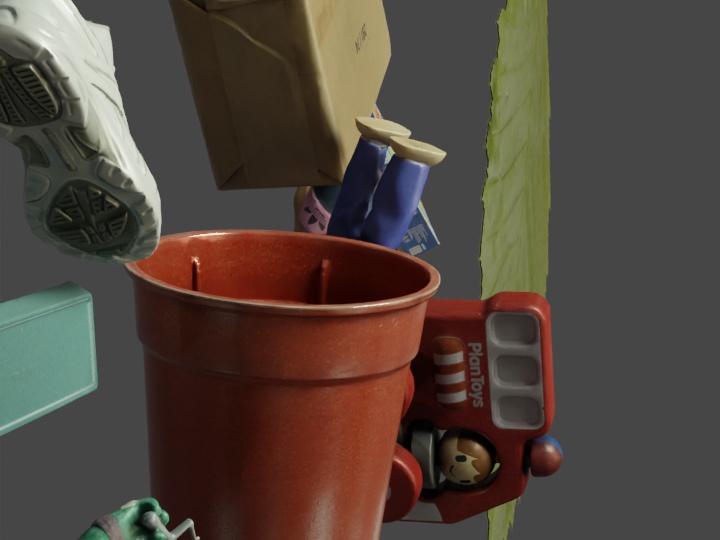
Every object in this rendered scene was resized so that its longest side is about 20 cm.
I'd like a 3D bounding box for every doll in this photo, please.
[{"bbox_3d":[0.000,0.000,1.167,0.048,0.136,0.200,4,112,-41],"label":"doll"}]

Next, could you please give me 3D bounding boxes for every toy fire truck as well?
[{"bbox_3d":[0.071,0.110,1.294,0.112,0.168,0.200,-59,146,-61],"label":"toy fire truck"}]

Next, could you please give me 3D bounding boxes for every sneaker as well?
[{"bbox_3d":[-0.151,-0.086,0.907,0.200,0.078,0.100,74,17,-49],"label":"sneaker"},{"bbox_3d":[-0.010,-0.052,1.339,0.070,0.082,0.200,52,1,10],"label":"sneaker"}]

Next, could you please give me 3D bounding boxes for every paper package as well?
[{"bbox_3d":[-0.054,-0.186,1.235,0.200,0.103,0.191,-73,156,-49],"label":"paper package"}]

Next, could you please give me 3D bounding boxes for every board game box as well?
[{"bbox_3d":[0.015,-0.107,1.539,0.200,0.034,0.136,54,12,-66],"label":"board game box"}]

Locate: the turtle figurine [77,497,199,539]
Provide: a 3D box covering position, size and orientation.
[{"bbox_3d":[-0.149,0.192,0.850,0.200,0.101,0.150,33,41,-55],"label":"turtle figurine"}]

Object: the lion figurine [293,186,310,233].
[{"bbox_3d":[-0.033,-0.021,1.410,0.123,0.072,0.200,50,26,-56],"label":"lion figurine"}]

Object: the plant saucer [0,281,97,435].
[{"bbox_3d":[-0.184,0.052,0.880,0.200,0.019,0.070,-25,114,-73],"label":"plant saucer"}]

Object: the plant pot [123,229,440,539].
[{"bbox_3d":[-0.056,0.091,1.069,0.201,0.200,0.196,-40,136,-72],"label":"plant pot"}]
